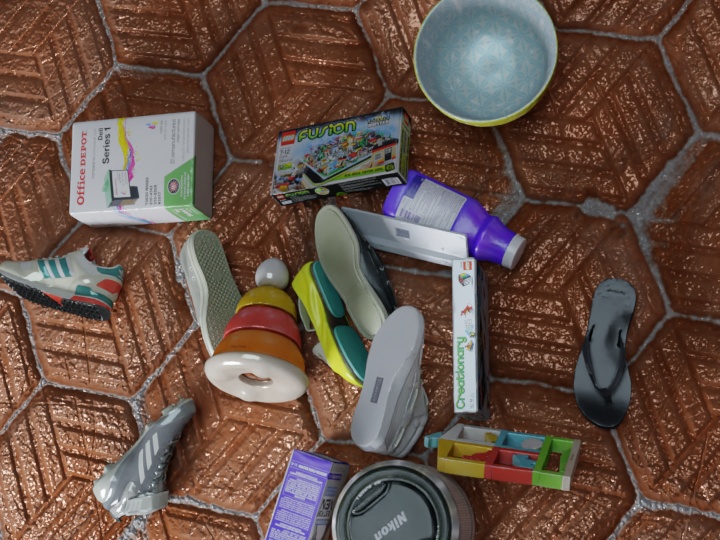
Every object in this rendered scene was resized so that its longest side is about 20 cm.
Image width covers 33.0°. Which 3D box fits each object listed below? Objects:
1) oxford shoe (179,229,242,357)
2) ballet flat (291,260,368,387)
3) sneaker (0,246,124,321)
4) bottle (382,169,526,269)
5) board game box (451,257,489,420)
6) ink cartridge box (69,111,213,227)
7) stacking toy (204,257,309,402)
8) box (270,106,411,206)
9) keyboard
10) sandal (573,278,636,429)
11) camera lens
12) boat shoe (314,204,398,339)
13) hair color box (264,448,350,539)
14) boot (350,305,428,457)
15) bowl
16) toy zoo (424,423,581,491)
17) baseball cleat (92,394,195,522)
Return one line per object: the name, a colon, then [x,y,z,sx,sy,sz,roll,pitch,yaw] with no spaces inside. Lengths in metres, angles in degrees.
oxford shoe: [-0.213,0.042,1.751,0.058,0.075,0.201,-24,79,51]
ballet flat: [-0.044,0.083,1.700,0.067,0.067,0.201,-34,69,28]
sneaker: [-0.442,0.007,1.816,0.199,0.070,0.094,15,65,18]
bottle: [0.131,-0.066,1.678,0.199,0.065,0.084,27,89,17]
board game box: [0.147,0.094,1.610,0.034,0.126,0.202,-2,78,13]
ink cartridge box: [-0.324,-0.148,1.799,0.199,0.084,0.146,-3,78,14]
stacking toy: [-0.130,0.073,1.701,0.145,0.146,0.201,2,62,14]
box: [-0.028,-0.160,1.718,0.199,0.035,0.111,-9,60,24]
keyboard: [0.060,-0.046,1.682,0.199,0.011,0.057,14,124,28]
sandal: [0.322,0.108,1.606,0.076,0.043,0.202,3,80,15]
camera lens: [0.059,0.326,1.546,0.159,0.200,0.161,-3,78,14]
boat shoe: [0.002,-0.001,1.699,0.074,0.066,0.200,-40,71,34]
hair color box: [-0.080,0.345,1.625,0.064,0.109,0.201,17,84,15]
boot: [0.056,0.153,1.642,0.073,0.095,0.201,17,84,43]
bowl: [0.180,-0.286,1.687,0.199,0.108,0.202,-3,78,14]
toy zoo: [0.179,0.237,1.573,0.199,0.131,0.021,6,104,14]
baseball cleat: [-0.286,0.274,1.722,0.200,0.070,0.107,-45,79,12]
